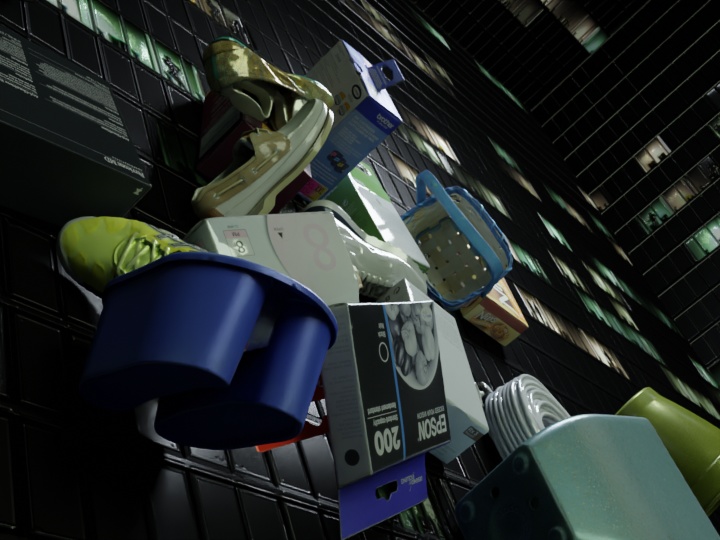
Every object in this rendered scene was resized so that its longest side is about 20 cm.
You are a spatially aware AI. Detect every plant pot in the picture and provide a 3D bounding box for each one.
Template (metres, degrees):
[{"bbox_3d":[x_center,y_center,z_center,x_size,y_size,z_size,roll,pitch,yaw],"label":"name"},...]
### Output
[{"bbox_3d":[0.473,0.291,1.514,0.193,0.201,0.199,44,16,25],"label":"plant pot"},{"bbox_3d":[0.211,0.265,0.992,0.198,0.197,0.197,20,33,-38],"label":"plant pot"}]

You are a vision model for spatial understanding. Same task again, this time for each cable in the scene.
[{"bbox_3d":[0.243,0.231,1.279,0.199,0.069,0.201,35,24,-34],"label":"cable"}]

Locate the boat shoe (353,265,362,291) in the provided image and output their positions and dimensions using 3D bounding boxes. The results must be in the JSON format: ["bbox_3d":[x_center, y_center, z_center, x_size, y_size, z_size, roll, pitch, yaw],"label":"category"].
[{"bbox_3d":[-0.047,0.049,1.009,0.067,0.074,0.199,54,31,4],"label":"boat shoe"}]

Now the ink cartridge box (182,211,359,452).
[{"bbox_3d":[-0.059,0.046,0.895,0.161,0.057,0.202,-6,65,-47],"label":"ink cartridge box"}]

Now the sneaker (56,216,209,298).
[{"bbox_3d":[-0.146,0.002,0.785,0.197,0.076,0.076,22,69,-7],"label":"sneaker"}]

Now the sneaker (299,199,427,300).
[{"bbox_3d":[0.000,0.000,1.203,0.198,0.076,0.081,31,33,-23],"label":"sneaker"}]

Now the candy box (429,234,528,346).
[{"bbox_3d":[0.185,0.014,1.571,0.115,0.055,0.201,33,26,-37],"label":"candy box"}]

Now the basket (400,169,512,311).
[{"bbox_3d":[0.134,-0.034,1.386,0.177,0.138,0.201,55,-14,18],"label":"basket"}]

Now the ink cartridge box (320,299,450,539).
[{"bbox_3d":[0.029,0.130,0.920,0.197,0.043,0.204,1,82,-64],"label":"ink cartridge box"}]

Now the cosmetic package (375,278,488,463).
[{"bbox_3d":[0.073,0.112,1.137,0.101,0.074,0.201,37,25,-28],"label":"cosmetic package"}]

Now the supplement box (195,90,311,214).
[{"bbox_3d":[-0.128,-0.164,1.191,0.110,0.085,0.201,38,23,-27],"label":"supplement box"}]

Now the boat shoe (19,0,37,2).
[{"bbox_3d":[-0.396,-0.342,0.981,0.199,0.067,0.057,35,19,-43],"label":"boat shoe"}]

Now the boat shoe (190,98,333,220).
[{"bbox_3d":[-0.101,-0.119,1.046,0.068,0.074,0.201,44,63,-19],"label":"boat shoe"}]

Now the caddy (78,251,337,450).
[{"bbox_3d":[-0.107,0.051,0.693,0.141,0.198,0.106,33,57,-33],"label":"caddy"}]

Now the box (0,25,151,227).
[{"bbox_3d":[-0.284,-0.123,0.801,0.199,0.079,0.142,24,28,-50],"label":"box"}]

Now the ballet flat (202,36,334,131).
[{"bbox_3d":[-0.099,-0.193,1.101,0.199,0.071,0.071,20,34,-52],"label":"ballet flat"}]

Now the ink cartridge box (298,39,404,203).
[{"bbox_3d":[-0.032,-0.207,1.302,0.076,0.200,0.137,29,28,-41],"label":"ink cartridge box"}]

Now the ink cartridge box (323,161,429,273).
[{"bbox_3d":[0.007,-0.071,1.346,0.103,0.059,0.202,23,32,-51],"label":"ink cartridge box"}]
